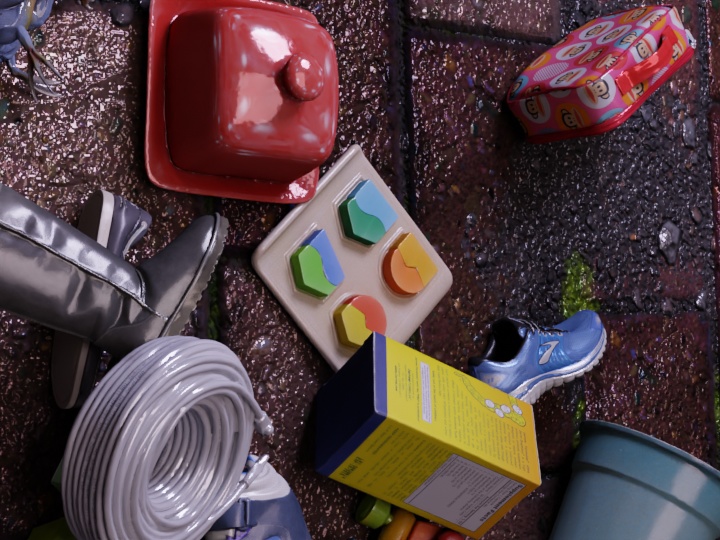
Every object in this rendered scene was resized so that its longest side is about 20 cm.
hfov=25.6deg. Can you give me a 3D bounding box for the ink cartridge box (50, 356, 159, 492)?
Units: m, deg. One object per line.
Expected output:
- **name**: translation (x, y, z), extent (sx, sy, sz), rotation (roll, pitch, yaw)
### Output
- **ink cartridge box**: translation (-0.208, 0.175, 1.396), extent (0.104, 0.059, 0.201), rotation (59, 46, -50)

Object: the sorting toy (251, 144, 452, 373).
- **sorting toy**: translation (0.000, 0.000, 1.622), extent (0.185, 0.036, 0.200), rotation (-49, 115, -30)

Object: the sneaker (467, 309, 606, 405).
- **sneaker**: translation (0.195, 0.085, 1.744), extent (0.199, 0.078, 0.090), rotation (-29, 107, -36)

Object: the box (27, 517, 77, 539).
- **box**: translation (-0.262, 0.325, 1.342), extent (0.122, 0.047, 0.201), rotation (49, 37, -25)

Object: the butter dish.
- **butter dish**: translation (-0.089, -0.172, 1.493), extent (0.199, 0.147, 0.201), rotation (5, 84, -36)

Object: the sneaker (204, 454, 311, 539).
- **sneaker**: translation (-0.140, 0.260, 1.473), extent (0.200, 0.080, 0.147), rotation (-32, 98, -32)

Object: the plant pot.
- **plant pot**: translation (0.294, 0.298, 1.744), extent (0.200, 0.200, 0.197), rotation (35, 73, -31)

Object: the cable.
- **cable**: translation (-0.163, 0.148, 1.309), extent (0.200, 0.069, 0.201), rotation (-50, 146, -32)

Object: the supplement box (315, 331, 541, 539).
- **supplement box**: translation (0.066, 0.166, 1.571), extent (0.199, 0.109, 0.110), rotation (26, 38, -23)

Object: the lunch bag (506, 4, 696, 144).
- **lunch bag**: translation (0.277, -0.224, 1.769), extent (0.200, 0.176, 0.082), rotation (-42, 111, -32)

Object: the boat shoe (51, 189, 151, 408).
- **boat shoe**: translation (-0.228, 0.029, 1.418), extent (0.062, 0.072, 0.201), rotation (18, 71, -32)

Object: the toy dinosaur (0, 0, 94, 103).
- **toy dinosaur**: translation (-0.317, -0.205, 1.389), extent (0.181, 0.105, 0.200), rotation (-41, 74, -19)

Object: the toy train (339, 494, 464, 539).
- **toy train**: translation (0.046, 0.262, 1.620), extent (0.115, 0.085, 0.201), rotation (37, 62, -13)

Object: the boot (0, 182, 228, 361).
- **boot**: translation (-0.229, -0.017, 1.357), extent (0.199, 0.073, 0.183), rotation (29, 60, -9)
